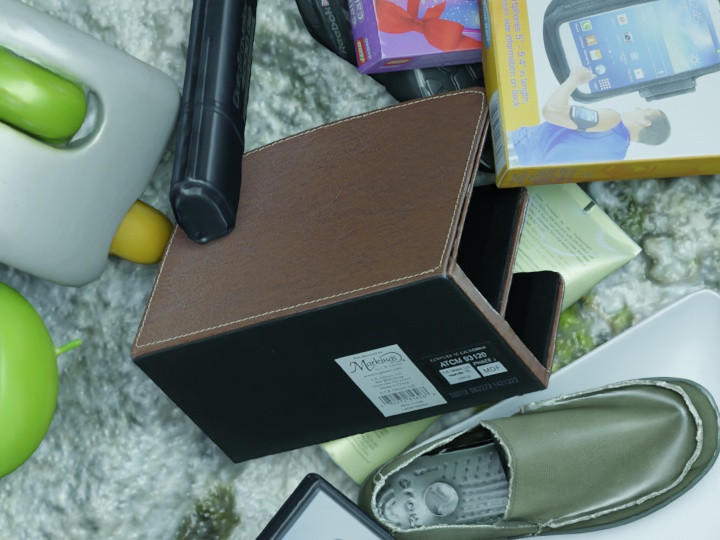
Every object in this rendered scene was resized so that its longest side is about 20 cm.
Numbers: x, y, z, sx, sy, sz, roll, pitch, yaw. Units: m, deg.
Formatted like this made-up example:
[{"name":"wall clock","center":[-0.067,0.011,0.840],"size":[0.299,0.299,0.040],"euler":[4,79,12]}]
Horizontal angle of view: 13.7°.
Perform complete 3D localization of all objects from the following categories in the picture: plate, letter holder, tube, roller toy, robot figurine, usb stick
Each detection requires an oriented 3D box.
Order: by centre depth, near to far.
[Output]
[{"name":"letter holder","center":[0.000,0.000,1.572],"size":[0.200,0.101,0.142],"euler":[-15,43,32]},{"name":"plate","center":[0.151,0.141,1.594],"size":[0.200,0.032,0.200],"euler":[-30,80,6]},{"name":"roller toy","center":[-0.200,-0.074,1.597],"size":[0.182,0.200,0.140],"euler":[26,91,30]},{"name":"robot figurine","center":[-0.253,0.060,1.603],"size":[0.200,0.175,0.116],"euler":[1,57,-21]},{"name":"usb stick","center":[-0.077,-0.107,1.603],"size":[0.033,0.055,0.200],"euler":[-5,56,15]},{"name":"tube","center":[0.055,0.032,1.615],"size":[0.200,0.052,0.058],"euler":[-45,118,0]}]

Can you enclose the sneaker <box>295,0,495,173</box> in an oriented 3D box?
[{"name":"sneaker","center":[0.018,-0.136,1.629],"size":[0.076,0.088,0.200],"euler":[-40,99,-31]}]

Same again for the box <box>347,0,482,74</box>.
[{"name":"box","center":[0.085,-0.182,1.585],"size":[0.200,0.039,0.137],"euler":[-7,83,-21]}]

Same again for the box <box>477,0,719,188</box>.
[{"name":"box","center":[0.163,-0.109,1.513],"size":[0.200,0.041,0.119],"euler":[-5,77,-5]}]

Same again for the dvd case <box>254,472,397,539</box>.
[{"name":"dvd case","center":[0.003,0.216,1.528],"size":[0.200,0.018,0.143],"euler":[41,84,-22]}]

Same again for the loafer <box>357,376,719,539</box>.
[{"name":"loafer","center":[0.092,0.107,1.556],"size":[0.200,0.070,0.075],"euler":[-20,82,8]}]
